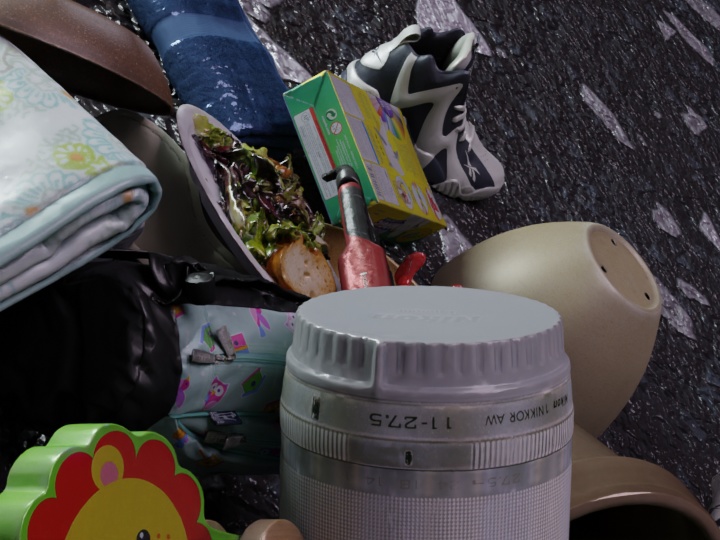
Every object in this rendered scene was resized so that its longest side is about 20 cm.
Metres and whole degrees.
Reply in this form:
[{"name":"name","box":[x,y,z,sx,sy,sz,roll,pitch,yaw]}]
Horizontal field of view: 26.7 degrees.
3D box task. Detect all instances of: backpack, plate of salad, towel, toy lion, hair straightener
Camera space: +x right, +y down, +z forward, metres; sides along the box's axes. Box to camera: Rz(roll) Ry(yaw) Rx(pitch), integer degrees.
[{"name":"backpack","box":[-0.103,0.057,0.885,0.199,0.166,0.128,13,87,-48]},{"name":"plate of salad","box":[-0.056,-0.037,1.038,0.200,0.048,0.200,51,12,-16]},{"name":"towel","box":[-0.232,-0.044,0.804,0.199,0.048,0.171,-32,59,-28]},{"name":"toy lion","box":[-0.108,0.178,0.706,0.191,0.068,0.202,26,64,-53]},{"name":"towel","box":[-0.118,-0.175,1.232,0.111,0.048,0.201,0,55,-52]},{"name":"hair straightener","box":[0.000,0.000,1.070,0.201,0.041,0.077,-108,180,-47]}]

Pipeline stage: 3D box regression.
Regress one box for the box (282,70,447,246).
[{"name":"box","box":[0.011,-0.087,1.245,0.200,0.048,0.118,11,56,-67]}]

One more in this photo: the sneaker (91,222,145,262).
[{"name":"sneaker","box":[-0.222,-0.053,0.922,0.199,0.075,0.114,-6,62,-52]}]

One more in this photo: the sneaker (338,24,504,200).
[{"name":"sneaker","box":[0.087,-0.154,1.394,0.199,0.129,0.080,36,33,-22]}]

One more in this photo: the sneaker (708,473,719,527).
[{"name":"sneaker","box":[0.382,0.244,1.359,0.198,0.080,0.130,24,45,-20]}]

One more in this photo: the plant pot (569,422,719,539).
[{"name":"plant pot","box":[0.122,0.179,1.028,0.199,0.201,0.175,28,17,-32]}]

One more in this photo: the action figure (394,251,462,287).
[{"name":"action figure","box":[0.055,0.049,1.086,0.065,0.099,0.201,37,35,-16]}]

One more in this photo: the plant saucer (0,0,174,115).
[{"name":"plant saucer","box":[-0.208,-0.151,0.969,0.199,0.037,0.200,20,-5,2]}]

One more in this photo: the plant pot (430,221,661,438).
[{"name":"plant pot","box":[0.176,0.036,1.290,0.200,0.134,0.201,34,32,-25]}]

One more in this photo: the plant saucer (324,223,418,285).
[{"name":"plant saucer","box":[-0.002,0.054,1.131,0.200,0.035,0.201,32,34,-25]}]

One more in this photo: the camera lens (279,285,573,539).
[{"name":"camera lens","box":[0.035,0.120,0.827,0.160,0.159,0.202,-16,110,-58]}]

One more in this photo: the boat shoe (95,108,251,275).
[{"name":"boat shoe","box":[-0.124,-0.019,1.029,0.200,0.072,0.060,53,-14,15]}]
